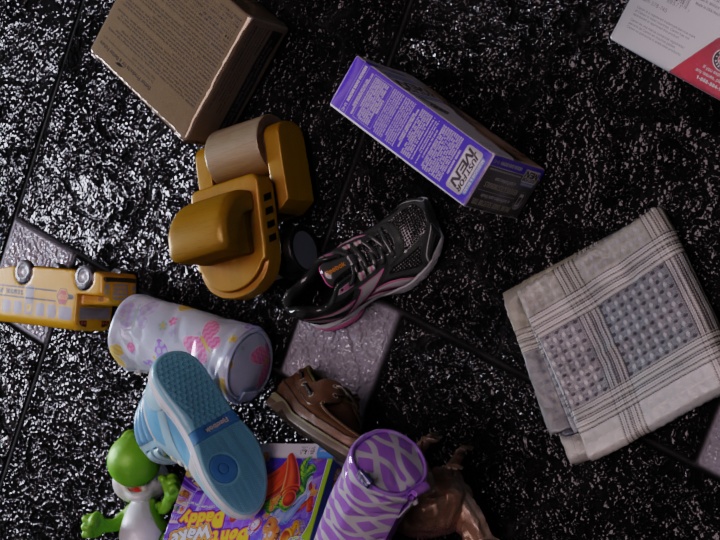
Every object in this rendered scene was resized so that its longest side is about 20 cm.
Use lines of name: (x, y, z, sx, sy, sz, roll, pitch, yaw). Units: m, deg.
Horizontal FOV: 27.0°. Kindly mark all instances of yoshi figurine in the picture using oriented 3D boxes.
yoshi figurine: (-0.252, 0.270, 1.694, 0.112, 0.112, 0.202, -35, 57, 48)

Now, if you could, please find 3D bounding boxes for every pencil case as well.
pencil case: (-0.194, 0.087, 1.695, 0.199, 0.083, 0.092, 12, 80, 34)
pencil case: (0.008, 0.241, 1.456, 0.085, 0.084, 0.201, 38, 137, 17)

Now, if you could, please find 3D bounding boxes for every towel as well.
towel: (0.239, 0.065, 1.420, 0.199, 0.034, 0.194, -32, 69, 30)

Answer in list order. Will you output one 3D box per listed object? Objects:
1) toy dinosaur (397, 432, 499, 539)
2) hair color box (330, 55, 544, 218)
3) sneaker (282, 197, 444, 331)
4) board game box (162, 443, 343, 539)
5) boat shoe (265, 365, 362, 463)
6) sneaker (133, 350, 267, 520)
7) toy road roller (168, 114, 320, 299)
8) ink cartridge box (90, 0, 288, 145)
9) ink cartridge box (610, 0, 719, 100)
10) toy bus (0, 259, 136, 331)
toy dinosaur: (0.064, 0.241, 1.506, 0.199, 0.085, 0.137, 15, 102, 41)
hair color box: (0.077, -0.134, 1.506, 0.200, 0.109, 0.065, 41, 108, 30)
sneaker: (0.000, 0.000, 1.563, 0.200, 0.086, 0.081, -43, 66, 24)
board game box: (-0.111, 0.256, 1.613, 0.198, 0.045, 0.135, -5, 56, 35)
boat shoe: (-0.036, 0.144, 1.550, 0.068, 0.072, 0.200, -50, 30, -8)
sneaker: (-0.177, 0.198, 1.629, 0.201, 0.079, 0.131, 60, 143, 19)
toy road roller: (-0.136, -0.069, 1.629, 0.122, 0.145, 0.202, -14, 78, 33)
ink cartridge box: (-0.200, -0.266, 1.734, 0.200, 0.075, 0.166, 43, 112, 29)
ink cartridge box: (0.346, -0.248, 1.301, 0.145, 0.144, 0.201, 37, 107, 32)
toy bus: (-0.366, 0.030, 1.833, 0.199, 0.065, 0.079, 4, 89, 35)
